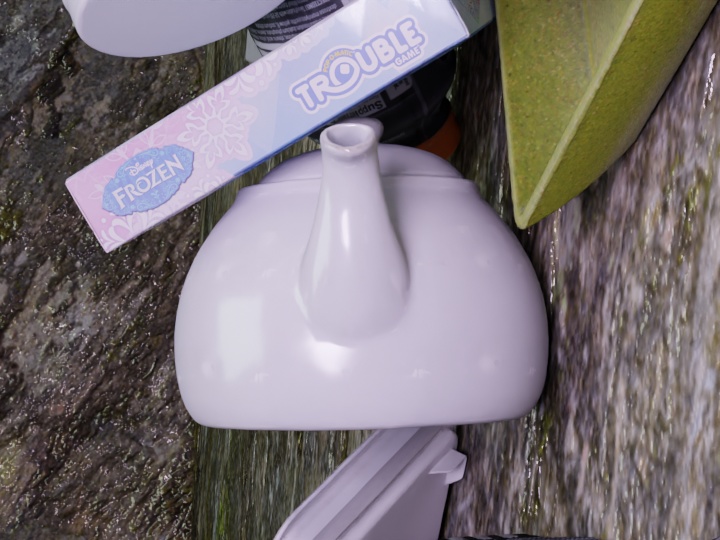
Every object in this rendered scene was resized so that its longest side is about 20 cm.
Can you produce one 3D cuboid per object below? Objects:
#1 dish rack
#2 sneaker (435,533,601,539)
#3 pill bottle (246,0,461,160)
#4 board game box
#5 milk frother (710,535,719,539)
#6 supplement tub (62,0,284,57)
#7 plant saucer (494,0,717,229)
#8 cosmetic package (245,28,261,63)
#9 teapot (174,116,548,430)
[{"bbox_3d":[0.002,0.175,0.956,0.200,0.043,0.173,-38,-35,-53],"label":"dish rack"},{"bbox_3d":[0.070,0.176,0.748,0.200,0.074,0.117,95,172,-83],"label":"sneaker"},{"bbox_3d":[-0.010,-0.145,0.995,0.107,0.105,0.201,-104,-12,-58],"label":"pill bottle"},{"bbox_3d":[-0.023,-0.094,0.840,0.044,0.199,0.199,59,-161,-5],"label":"board game box"},{"bbox_3d":[0.055,0.172,0.456,0.188,0.198,0.183,120,148,-68],"label":"milk frother"},{"bbox_3d":[-0.115,-0.226,0.867,0.132,0.131,0.202,119,134,-67],"label":"supplement tub"},{"bbox_3d":[0.103,-0.148,0.696,0.201,0.047,0.202,110,160,-60],"label":"plant saucer"},{"bbox_3d":[-0.028,-0.185,1.284,0.200,0.100,0.075,-145,57,-77],"label":"cosmetic package"},{"bbox_3d":[0.000,0.000,0.834,0.199,0.196,0.148,-5,86,47],"label":"teapot"}]
